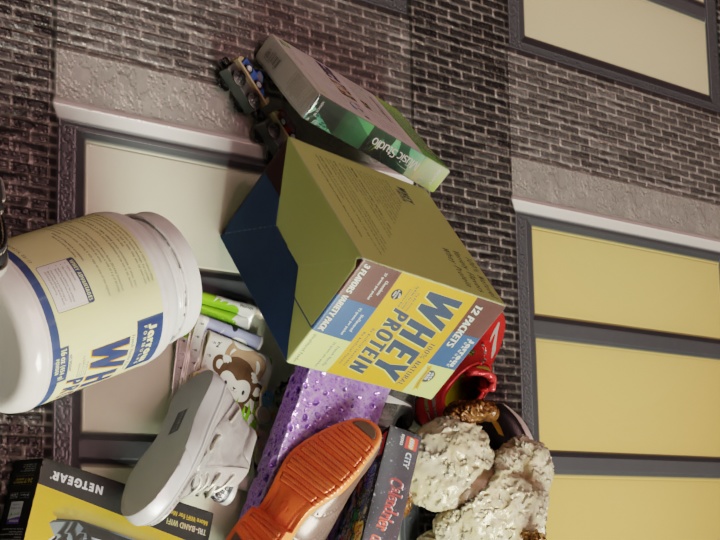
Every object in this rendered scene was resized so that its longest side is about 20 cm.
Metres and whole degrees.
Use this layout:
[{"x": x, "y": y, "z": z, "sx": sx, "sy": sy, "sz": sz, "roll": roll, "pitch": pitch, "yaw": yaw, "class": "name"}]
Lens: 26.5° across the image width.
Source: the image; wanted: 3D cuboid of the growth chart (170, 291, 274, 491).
[{"x": -0.138, "y": 0.120, "z": 1.538, "sx": 0.144, "sy": 0.018, "sz": 0.202, "roll": 10, "pitch": 76, "yaw": -43, "class": "growth chart"}]

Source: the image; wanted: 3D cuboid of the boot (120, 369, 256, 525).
[{"x": -0.148, "y": 0.186, "z": 1.423, "sx": 0.096, "sy": 0.073, "sz": 0.200, "roll": 53, "pitch": 33, "yaw": -21, "class": "boot"}]

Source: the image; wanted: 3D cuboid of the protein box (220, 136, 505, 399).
[{"x": 0.000, "y": 0.000, "z": 1.548, "sx": 0.199, "sy": 0.135, "sz": 0.199, "roll": 18, "pitch": 29, "yaw": -40, "class": "protein box"}]

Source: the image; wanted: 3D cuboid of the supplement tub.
[{"x": -0.253, "y": 0.030, "z": 1.352, "sx": 0.199, "sy": 0.144, "sz": 0.146, "roll": -21, "pitch": 97, "yaw": -44, "class": "supplement tub"}]

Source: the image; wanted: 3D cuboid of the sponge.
[{"x": -0.045, "y": 0.183, "z": 1.554, "sx": 0.111, "sy": 0.030, "sz": 0.201, "roll": 19, "pitch": 93, "yaw": -39, "class": "sponge"}]

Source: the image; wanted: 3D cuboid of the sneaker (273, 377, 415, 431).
[{"x": -0.007, "y": 0.146, "z": 1.624, "sx": 0.199, "sy": 0.066, "sz": 0.091, "roll": -3, "pitch": 82, "yaw": -47, "class": "sneaker"}]

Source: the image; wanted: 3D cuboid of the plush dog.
[{"x": 0.115, "y": 0.235, "z": 1.642, "sx": 0.172, "sy": 0.160, "sz": 0.200, "roll": 44, "pitch": 83, "yaw": -11, "class": "plush dog"}]

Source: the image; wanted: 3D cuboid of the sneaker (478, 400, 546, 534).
[{"x": 0.159, "y": 0.254, "z": 1.762, "sx": 0.090, "sy": 0.070, "sz": 0.202, "roll": -13, "pitch": 93, "yaw": -48, "class": "sneaker"}]

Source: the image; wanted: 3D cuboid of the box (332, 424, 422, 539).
[{"x": 0.001, "y": 0.271, "z": 1.557, "sx": 0.037, "sy": 0.137, "sz": 0.201, "roll": 20, "pitch": 64, "yaw": -11, "class": "box"}]

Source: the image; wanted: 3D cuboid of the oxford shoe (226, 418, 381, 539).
[{"x": -0.051, "y": 0.230, "z": 1.513, "sx": 0.200, "sy": 0.071, "sz": 0.073, "roll": -44, "pitch": 142, "yaw": -10, "class": "oxford shoe"}]

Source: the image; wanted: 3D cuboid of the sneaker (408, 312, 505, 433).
[{"x": 0.127, "y": 0.118, "z": 1.746, "sx": 0.077, "sy": 0.085, "sz": 0.200, "roll": 52, "pitch": 52, "yaw": -25, "class": "sneaker"}]

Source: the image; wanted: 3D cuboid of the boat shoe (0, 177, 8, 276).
[{"x": -0.328, "y": -0.064, "z": 1.271, "sx": 0.073, "sy": 0.200, "sz": 0.061, "roll": 14, "pitch": 115, "yaw": -28, "class": "boat shoe"}]

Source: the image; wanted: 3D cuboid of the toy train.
[{"x": -0.088, "y": -0.146, "z": 1.624, "sx": 0.201, "sy": 0.034, "sz": 0.046, "roll": 57, "pitch": 46, "yaw": -21, "class": "toy train"}]

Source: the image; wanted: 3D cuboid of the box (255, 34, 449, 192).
[{"x": -0.008, "y": -0.168, "z": 1.642, "sx": 0.199, "sy": 0.145, "sz": 0.036, "roll": 25, "pitch": 109, "yaw": -37, "class": "box"}]

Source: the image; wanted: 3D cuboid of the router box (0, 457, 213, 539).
[{"x": -0.237, "y": 0.272, "z": 1.387, "sx": 0.199, "sy": 0.052, "sz": 0.158, "roll": 25, "pitch": 66, "yaw": -38, "class": "router box"}]
